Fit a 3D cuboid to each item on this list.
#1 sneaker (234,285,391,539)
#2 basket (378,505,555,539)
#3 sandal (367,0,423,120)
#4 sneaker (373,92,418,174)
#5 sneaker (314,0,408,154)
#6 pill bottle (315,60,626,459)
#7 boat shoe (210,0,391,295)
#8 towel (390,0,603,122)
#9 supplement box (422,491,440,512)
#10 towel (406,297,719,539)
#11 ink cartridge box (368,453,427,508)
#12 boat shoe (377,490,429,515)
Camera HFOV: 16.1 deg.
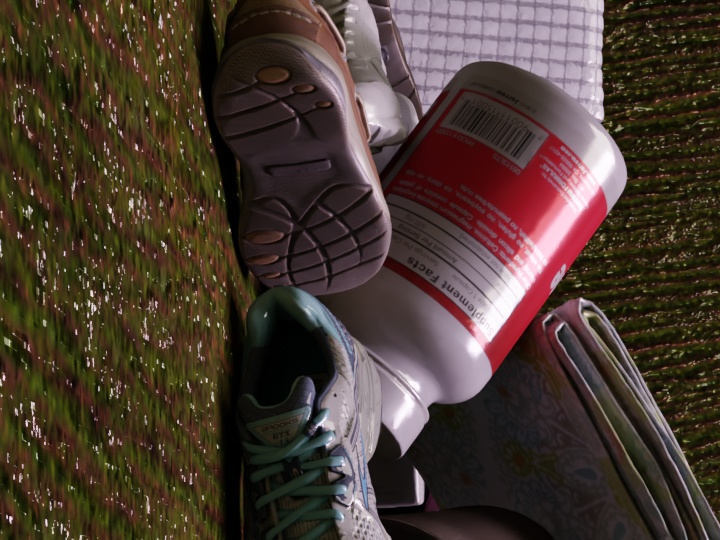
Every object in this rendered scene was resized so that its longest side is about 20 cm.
[{"bbox_3d":[-0.030,0.096,1.149,0.086,0.077,0.200,63,15,-51],"label":"sneaker"},{"bbox_3d":[0.023,0.193,1.304,0.180,0.136,0.200,-50,164,-1],"label":"basket"},{"bbox_3d":[-0.014,-0.120,1.517,0.055,0.082,0.200,-120,-169,-47],"label":"sandal"},{"bbox_3d":[0.000,0.000,1.481,0.118,0.074,0.201,70,26,-56],"label":"sneaker"},{"bbox_3d":[-0.022,-0.110,1.371,0.200,0.078,0.100,-103,180,-80],"label":"sneaker"},{"bbox_3d":[0.044,-0.004,1.346,0.200,0.112,0.112,-53,162,-17],"label":"pill bottle"},{"bbox_3d":[-0.025,-0.060,1.187,0.200,0.076,0.072,85,2,-56],"label":"boat shoe"},{"bbox_3d":[0.058,-0.174,1.665,0.086,0.200,0.166,-179,-90,-72],"label":"towel"},{"bbox_3d":[0.101,0.161,1.607,0.131,0.103,0.200,79,28,-60],"label":"supplement box"},{"bbox_3d":[0.110,0.121,1.420,0.171,0.048,0.200,61,-34,7],"label":"towel"},{"bbox_3d":[0.003,0.045,1.573,0.115,0.068,0.200,49,39,-85],"label":"ink cartridge box"},{"bbox_3d":[0.015,0.128,1.684,0.066,0.072,0.201,75,8,-50],"label":"boat shoe"}]
